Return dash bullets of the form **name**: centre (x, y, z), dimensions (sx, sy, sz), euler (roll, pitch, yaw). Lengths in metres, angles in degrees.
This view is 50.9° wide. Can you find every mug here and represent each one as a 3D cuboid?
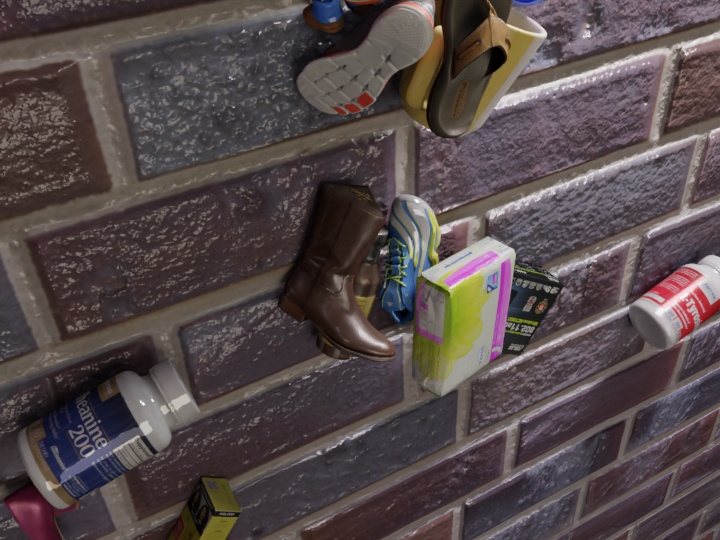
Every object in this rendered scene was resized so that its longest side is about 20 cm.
- **mug**: centre (0.106, -0.248, 0.900), dimensions (0.186, 0.150, 0.153), euler (1, 129, -37)

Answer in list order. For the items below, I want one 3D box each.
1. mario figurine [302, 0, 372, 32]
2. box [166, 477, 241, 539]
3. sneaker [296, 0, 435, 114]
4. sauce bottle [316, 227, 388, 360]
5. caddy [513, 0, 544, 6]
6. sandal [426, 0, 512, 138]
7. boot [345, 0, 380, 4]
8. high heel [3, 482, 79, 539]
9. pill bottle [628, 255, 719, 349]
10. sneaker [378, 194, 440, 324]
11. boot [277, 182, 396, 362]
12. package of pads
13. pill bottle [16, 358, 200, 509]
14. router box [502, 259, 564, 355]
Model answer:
- **mario figurine**: centre (-0.047, -0.356, 0.774), dimensions (0.200, 0.106, 0.124), euler (72, 35, -52)
- **box**: centre (-0.257, 0.418, 1.162), dimensions (0.050, 0.075, 0.200), euler (17, 111, -39)
- **sneaker**: centre (0.012, -0.241, 0.839), dimensions (0.077, 0.200, 0.082), euler (45, 48, -26)
- **sauce bottle**: centre (-0.009, 0.028, 1.064), dimensions (0.065, 0.065, 0.201), euler (1, 118, -35)
- **caddy**: centre (0.183, -0.403, 0.859), dimensions (0.141, 0.105, 0.200), euler (-40, 135, -3)
- **sandal**: centre (0.117, -0.221, 0.772), dimensions (0.081, 0.055, 0.200), euler (-7, 128, -30)
- **boot**: centre (0.045, -0.316, 0.782), dimensions (0.200, 0.075, 0.107), euler (-37, 176, -21)
- **high heel**: centre (-0.432, 0.370, 1.002), dimensions (0.096, 0.067, 0.201), euler (-3, 117, -45)
- **pill bottle**: centre (0.646, 0.059, 1.508), dimensions (0.200, 0.112, 0.112), euler (-35, 134, -10)
- **sneaker**: centre (0.067, -0.004, 1.057), dimensions (0.105, 0.075, 0.200), euler (-63, 152, -42)
- **boot**: centre (0.000, 0.000, 0.987), dimensions (0.200, 0.186, 0.064), euler (-64, 173, 19)
- **package of pads**: centre (0.145, 0.070, 1.092), dimensions (0.154, 0.068, 0.201), euler (-28, 132, -35)
- **pill bottle**: centre (-0.307, 0.195, 0.940), dimensions (0.200, 0.111, 0.111), euler (-30, 133, -14)
- **router box**: centre (0.224, 0.056, 1.246), dimensions (0.200, 0.062, 0.150), euler (12, 114, -40)
